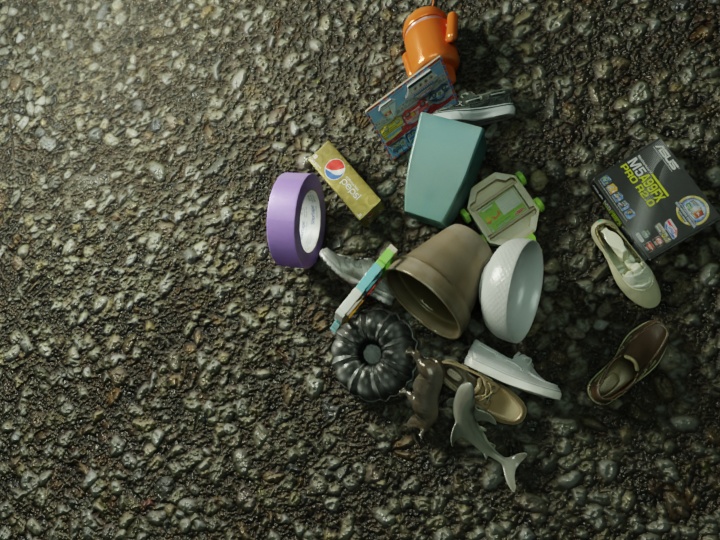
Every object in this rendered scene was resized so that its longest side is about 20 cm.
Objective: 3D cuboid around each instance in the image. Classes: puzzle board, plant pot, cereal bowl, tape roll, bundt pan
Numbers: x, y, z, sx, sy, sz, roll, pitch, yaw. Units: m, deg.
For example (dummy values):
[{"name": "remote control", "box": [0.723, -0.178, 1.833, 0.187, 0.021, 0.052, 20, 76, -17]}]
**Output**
[{"name": "puzzle board", "box": [0.122, -0.353, 1.235, 0.198, 0.151, 0.018, -35, 47, 4]}, {"name": "plant pot", "box": [0.176, 0.008, 1.138, 0.199, 0.201, 0.174, 38, 71, 18]}, {"name": "cereal bowl", "box": [0.287, 0.035, 1.093, 0.082, 0.199, 0.205, 10, 80, 34]}, {"name": "tape roll", "box": [-0.136, -0.109, 1.218, 0.064, 0.200, 0.206, 5, 79, 15]}, {"name": "plant pot", "box": [0.171, -0.203, 1.197, 0.138, 0.141, 0.205, 19, 89, 17]}, {"name": "bundt pan", "box": [0.024, 0.176, 1.185, 0.196, 0.076, 0.208, -3, 77, 14]}]

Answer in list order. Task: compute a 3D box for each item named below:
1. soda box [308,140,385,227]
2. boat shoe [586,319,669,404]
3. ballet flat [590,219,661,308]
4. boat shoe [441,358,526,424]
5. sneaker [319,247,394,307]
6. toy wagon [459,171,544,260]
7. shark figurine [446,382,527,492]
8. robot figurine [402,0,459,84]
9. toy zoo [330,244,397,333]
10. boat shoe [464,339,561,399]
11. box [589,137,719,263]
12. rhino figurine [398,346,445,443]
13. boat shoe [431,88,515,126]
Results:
[{"name": "soda box", "box": [-0.030, -0.198, 1.281, 0.067, 0.064, 0.201, -40, 73, 2]}, {"name": "boat shoe", "box": [0.519, 0.177, 1.061, 0.074, 0.075, 0.203, 40, 90, 18]}, {"name": "ballet flat", "box": [0.526, -0.016, 1.105, 0.069, 0.069, 0.202, -32, 73, 5]}, {"name": "boat shoe", "box": [0.240, 0.246, 1.122, 0.197, 0.065, 0.072, 27, 85, 18]}, {"name": "sneaker", "box": [0.000, 0.000, 1.236, 0.197, 0.075, 0.083, 31, 80, 6]}, {"name": "toy wagon", "box": [0.314, -0.108, 1.190, 0.153, 0.040, 0.203, -32, 75, 5]}, {"name": "shark figurine", "box": [0.220, 0.328, 1.094, 0.089, 0.127, 0.217, -37, 96, -35]}, {"name": "robot figurine", "box": [0.161, -0.510, 1.271, 0.114, 0.144, 0.205, -10, 75, -5]}, {"name": "toy zoo", "box": [0.005, 0.041, 1.125, 0.020, 0.131, 0.201, 39, 85, 7]}, {"name": "boat shoe", "box": [0.310, 0.197, 1.119, 0.196, 0.072, 0.070, 20, 83, 26]}, {"name": "box", "box": [0.589, -0.141, 1.126, 0.158, 0.044, 0.203, -30, 73, 7]}, {"name": "rhino figurine", "box": [0.124, 0.260, 1.127, 0.086, 0.059, 0.205, 19, 110, 40]}, {"name": "boat shoe", "box": [0.243, -0.359, 1.239, 0.195, 0.072, 0.073, -9, 83, -4]}]
